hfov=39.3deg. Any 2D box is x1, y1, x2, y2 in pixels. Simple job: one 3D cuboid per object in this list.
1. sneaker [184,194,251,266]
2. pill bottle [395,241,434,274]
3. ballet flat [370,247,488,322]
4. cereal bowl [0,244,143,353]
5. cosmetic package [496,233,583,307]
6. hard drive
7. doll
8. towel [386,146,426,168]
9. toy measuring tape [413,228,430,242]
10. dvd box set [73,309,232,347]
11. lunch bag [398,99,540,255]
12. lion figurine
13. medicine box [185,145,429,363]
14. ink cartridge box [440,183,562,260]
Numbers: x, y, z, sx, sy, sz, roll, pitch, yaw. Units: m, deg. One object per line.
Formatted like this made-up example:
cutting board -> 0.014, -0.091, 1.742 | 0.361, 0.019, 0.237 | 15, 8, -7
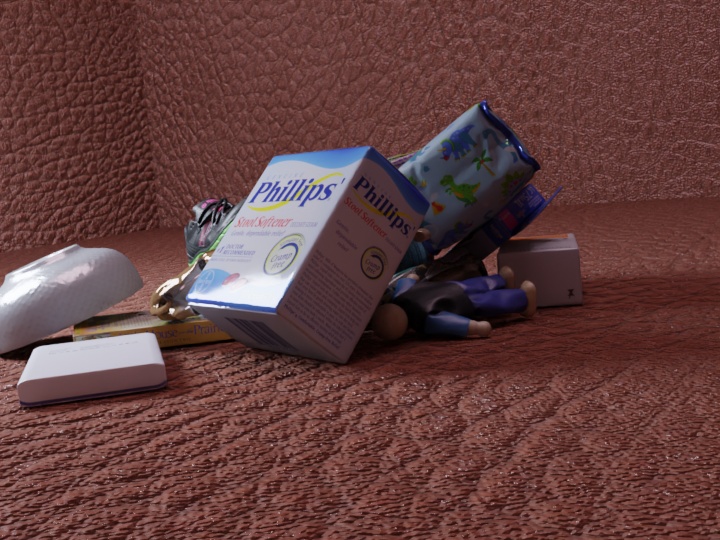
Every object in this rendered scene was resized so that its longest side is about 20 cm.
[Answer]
sneaker -> -0.183, -0.058, 1.301 | 0.077, 0.084, 0.200 | -20, -4, -38
pill bottle -> 0.000, 0.000, 1.260 | 0.116, 0.116, 0.200 | -1, 7, 32
ballet flat -> 0.088, 0.024, 1.198 | 0.072, 0.072, 0.200 | 1, 18, 43
cereal bowl -> -0.375, 0.024, 1.243 | 0.200, 0.083, 0.200 | -22, 10, 4
cosmetic package -> 0.232, -0.002, 1.306 | 0.101, 0.071, 0.200 | -4, 7, 10
hard drive -> -0.267, 0.096, 1.014 | 0.132, 0.025, 0.200 | -7, 6, -13
doll -> 0.100, 0.040, 1.106 | 0.200, 0.049, 0.136 | -10, 30, -30
towel -> 0.048, -0.114, 1.380 | 0.200, 0.023, 0.144 | -14, -29, 28
toy measuring tape -> 0.001, 0.025, 1.110 | 0.200, 0.074, 0.074 | -28, -3, 22
dvd box set -> -0.242, 0.069, 1.213 | 0.200, 0.029, 0.146 | -6, 6, -15
lunch bag -> 0.129, -0.111, 1.255 | 0.170, 0.128, 0.200 | -39, -10, 10
lion figurine -> -0.192, 0.018, 1.183 | 0.122, 0.073, 0.200 | -20, 0, 38
medicine box -> -0.056, -0.019, 1.053 | 0.103, 0.200, 0.182 | 41, -22, -32
ink cartridge box -> 0.167, -0.045, 1.323 | 0.200, 0.042, 0.119 | -39, 1, 42
